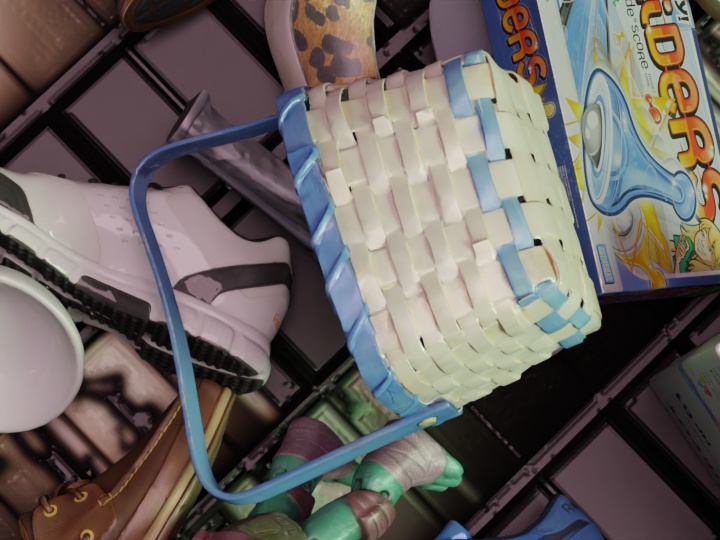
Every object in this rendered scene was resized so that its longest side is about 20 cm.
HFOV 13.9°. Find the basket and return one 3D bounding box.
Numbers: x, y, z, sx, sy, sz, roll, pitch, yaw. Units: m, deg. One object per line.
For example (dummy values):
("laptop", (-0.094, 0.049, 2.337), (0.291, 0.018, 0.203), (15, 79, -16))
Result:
("basket", (0.000, 0.000, 1.353), (0.200, 0.139, 0.177), (-18, 73, 11))

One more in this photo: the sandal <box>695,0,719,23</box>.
("sandal", (0.216, -0.219, 1.494), (0.082, 0.055, 0.200), (31, 77, -17))

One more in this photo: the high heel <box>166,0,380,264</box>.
("high heel", (0.014, -0.099, 1.466), (0.143, 0.071, 0.200), (37, 79, -9))

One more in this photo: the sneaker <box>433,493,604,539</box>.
("sneaker", (0.029, 0.174, 1.428), (0.200, 0.066, 0.079), (-26, 74, -9))

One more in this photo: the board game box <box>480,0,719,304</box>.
("board game box", (0.122, -0.084, 1.442), (0.135, 0.034, 0.200), (-5, 80, -51))

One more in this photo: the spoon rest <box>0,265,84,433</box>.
("spoon rest", (-0.225, 0.014, 1.411), (0.200, 0.099, 0.061), (28, 38, -2))

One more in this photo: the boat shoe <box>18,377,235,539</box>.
("boat shoe", (-0.131, 0.131, 1.410), (0.068, 0.072, 0.200), (34, 84, 0))

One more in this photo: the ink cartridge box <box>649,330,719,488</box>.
("ink cartridge box", (0.221, 0.082, 1.388), (0.085, 0.200, 0.145), (-33, 86, -5))

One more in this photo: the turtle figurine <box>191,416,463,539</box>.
("turtle figurine", (-0.040, 0.156, 1.370), (0.150, 0.101, 0.200), (14, 54, 29))

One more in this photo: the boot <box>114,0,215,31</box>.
("boot", (-0.070, -0.211, 1.476), (0.200, 0.075, 0.097), (-44, 70, -10))

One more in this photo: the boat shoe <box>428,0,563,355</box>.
("boat shoe", (0.084, -0.057, 1.463), (0.057, 0.069, 0.200), (-10, 91, -48))

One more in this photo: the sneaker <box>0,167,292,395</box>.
("sneaker", (-0.125, -0.014, 1.441), (0.200, 0.074, 0.080), (27, 66, -6))
